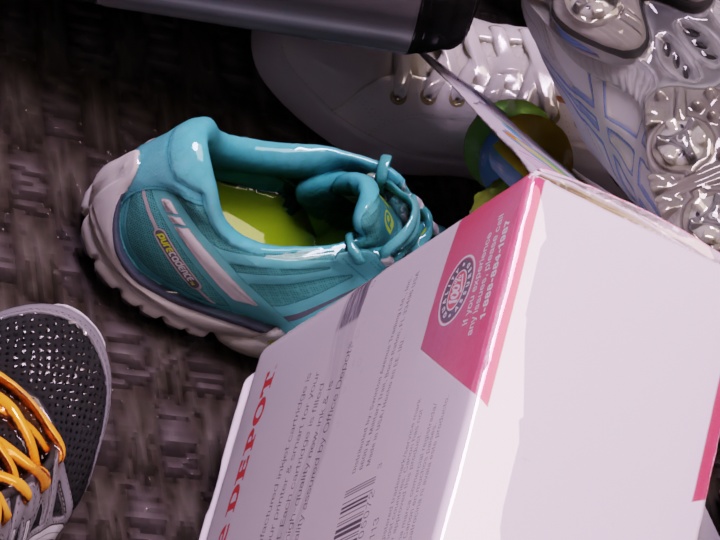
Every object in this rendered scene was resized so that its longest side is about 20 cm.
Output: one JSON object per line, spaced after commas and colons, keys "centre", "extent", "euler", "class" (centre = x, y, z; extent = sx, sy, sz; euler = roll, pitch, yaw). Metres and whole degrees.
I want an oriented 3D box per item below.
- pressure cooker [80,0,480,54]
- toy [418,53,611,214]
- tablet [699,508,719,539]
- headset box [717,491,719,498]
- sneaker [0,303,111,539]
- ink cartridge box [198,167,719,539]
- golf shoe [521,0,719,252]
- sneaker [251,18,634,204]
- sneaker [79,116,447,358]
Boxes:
{"centre": [-0.047, -0.170, 1.030], "extent": [0.199, 0.176, 0.180], "euler": [9, 63, -2], "class": "pressure cooker"}
{"centre": [0.070, -0.007, 1.014], "extent": [0.115, 0.047, 0.200], "euler": [36, 11, -21], "class": "toy"}
{"centre": [0.058, 0.115, 1.068], "extent": [0.199, 0.014, 0.131], "euler": [-14, 73, -40], "class": "tablet"}
{"centre": [0.234, 0.060, 1.098], "extent": [0.200, 0.149, 0.077], "euler": [-33, 87, -15], "class": "headset box"}
{"centre": [-0.131, 0.073, 0.912], "extent": [0.078, 0.077, 0.200], "euler": [43, 46, -5], "class": "sneaker"}
{"centre": [0.024, 0.075, 0.921], "extent": [0.082, 0.200, 0.147], "euler": [24, 64, -18], "class": "ink cartridge box"}
{"centre": [0.117, -0.044, 1.009], "extent": [0.078, 0.097, 0.201], "euler": [-24, 64, -8], "class": "golf shoe"}
{"centre": [0.058, -0.074, 1.132], "extent": [0.199, 0.085, 0.073], "euler": [18, 57, -25], "class": "sneaker"}
{"centre": [0.000, 0.000, 1.047], "extent": [0.199, 0.080, 0.078], "euler": [17, 54, -28], "class": "sneaker"}
